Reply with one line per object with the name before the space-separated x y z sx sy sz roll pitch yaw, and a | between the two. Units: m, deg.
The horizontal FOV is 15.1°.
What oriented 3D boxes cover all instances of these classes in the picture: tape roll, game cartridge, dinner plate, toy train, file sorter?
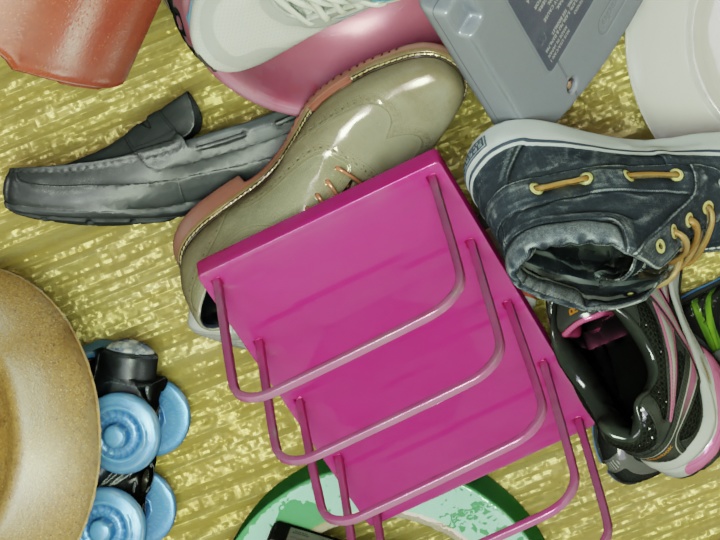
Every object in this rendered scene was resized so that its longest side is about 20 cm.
tape roll | 0.015 0.202 1.545 0.200 0.048 0.200 1 100 4
game cartridge | 0.108 -0.172 1.406 0.041 0.133 0.200 15 66 38
dinner plate | 0.243 -0.126 1.460 0.200 0.024 0.200 0 88 5
toy train | -0.166 0.132 1.530 0.114 0.087 0.200 10 99 11
file sorter | 0.028 0.071 1.391 0.139 0.125 0.200 -26 125 10

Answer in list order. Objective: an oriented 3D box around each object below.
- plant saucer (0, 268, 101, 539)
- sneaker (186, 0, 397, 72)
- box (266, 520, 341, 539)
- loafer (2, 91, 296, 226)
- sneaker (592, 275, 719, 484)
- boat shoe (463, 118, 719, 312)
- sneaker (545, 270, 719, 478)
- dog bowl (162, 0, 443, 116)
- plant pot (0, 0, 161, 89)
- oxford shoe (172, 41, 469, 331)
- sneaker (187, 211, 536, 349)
plant saucer | -0.228 0.096 1.498 0.200 0.035 0.200 -4 83 36
sneaker | -0.007 -0.153 1.322 0.200 0.087 0.075 -38 130 25
box | 0.022 0.244 1.505 0.200 0.044 0.160 18 100 1
loafer | -0.098 -0.063 1.499 0.200 0.068 0.070 -6 94 0
sneaker | 0.204 0.042 1.480 0.200 0.083 0.071 -40 104 11
boat shoe | 0.153 -0.020 1.397 0.200 0.091 0.071 4 134 -20
sneaker | 0.131 0.012 1.445 0.080 0.086 0.200 -37 65 23
dog bowl | -0.013 -0.164 1.418 0.200 0.074 0.200 -5 132 -6
plant pot | -0.152 -0.203 1.314 0.201 0.201 0.195 20 101 1
oxford shoe | -0.016 -0.038 1.430 0.071 0.074 0.200 34 116 -28
sneaker | 0.000 0.000 1.501 0.200 0.077 0.082 -7 78 17
